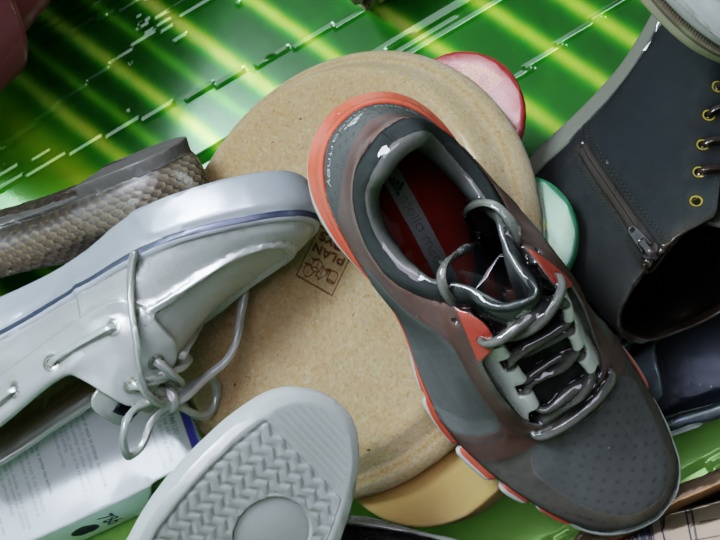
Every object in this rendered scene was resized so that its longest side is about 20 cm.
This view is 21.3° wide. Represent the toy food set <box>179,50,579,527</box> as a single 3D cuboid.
[{"bbox_3d":[0.000,0.000,0.810,0.199,0.049,0.200,9,83,38],"label":"toy food set"}]

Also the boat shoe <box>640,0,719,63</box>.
[{"bbox_3d":[0.180,-0.097,0.723,0.199,0.068,0.075,34,76,-16],"label":"boat shoe"}]

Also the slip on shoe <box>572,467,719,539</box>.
[{"bbox_3d":[0.173,0.100,0.757,0.198,0.061,0.077,-15,71,9],"label":"slip on shoe"}]

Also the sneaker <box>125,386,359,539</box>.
[{"bbox_3d":[-0.073,0.112,0.771,0.073,0.118,0.201,26,106,-20],"label":"sneaker"}]

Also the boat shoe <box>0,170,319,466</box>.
[{"bbox_3d":[-0.096,0.036,0.786,0.201,0.075,0.087,-26,68,15],"label":"boat shoe"}]

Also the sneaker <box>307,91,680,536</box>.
[{"bbox_3d":[0.052,0.025,0.701,0.077,0.082,0.200,-42,102,-5],"label":"sneaker"}]

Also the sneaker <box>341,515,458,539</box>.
[{"bbox_3d":[0.051,0.147,0.721,0.199,0.082,0.075,14,60,39],"label":"sneaker"}]

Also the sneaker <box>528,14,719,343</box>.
[{"bbox_3d":[0.154,-0.059,0.780,0.200,0.075,0.106,-51,34,6],"label":"sneaker"}]

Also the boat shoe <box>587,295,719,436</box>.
[{"bbox_3d":[0.115,0.037,0.789,0.198,0.062,0.073,-12,73,11],"label":"boat shoe"}]

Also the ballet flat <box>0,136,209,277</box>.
[{"bbox_3d":[-0.150,-0.006,0.856,0.199,0.067,0.047,-20,103,23],"label":"ballet flat"}]

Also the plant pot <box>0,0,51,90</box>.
[{"bbox_3d":[-0.189,-0.193,0.873,0.179,0.200,0.200,-42,68,-18],"label":"plant pot"}]

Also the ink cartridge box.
[{"bbox_3d":[-0.166,0.084,0.857,0.199,0.039,0.100,-24,69,8],"label":"ink cartridge box"}]

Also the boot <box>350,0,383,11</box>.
[{"bbox_3d":[0.057,-0.168,0.858,0.154,0.072,0.200,-41,64,-1],"label":"boot"}]
